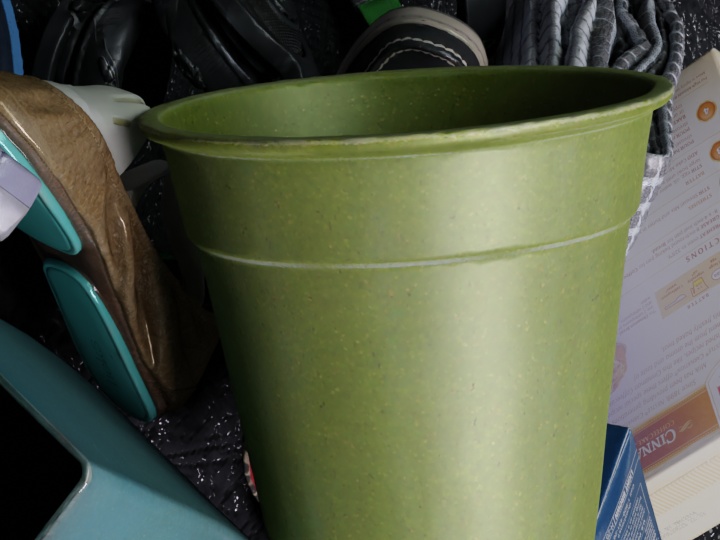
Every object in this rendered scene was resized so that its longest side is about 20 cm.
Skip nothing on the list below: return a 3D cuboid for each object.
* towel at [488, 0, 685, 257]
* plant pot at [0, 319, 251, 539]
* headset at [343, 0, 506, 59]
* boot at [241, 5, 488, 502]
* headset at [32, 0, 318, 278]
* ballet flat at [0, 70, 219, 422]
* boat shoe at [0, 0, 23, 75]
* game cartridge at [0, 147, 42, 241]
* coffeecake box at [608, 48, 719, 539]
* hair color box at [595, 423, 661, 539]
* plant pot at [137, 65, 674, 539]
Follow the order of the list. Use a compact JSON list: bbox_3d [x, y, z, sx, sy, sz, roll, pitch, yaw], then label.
[{"bbox_3d":[0.088,-0.034,1.124,0.085,0.166,0.200,19,31,-7],"label":"towel"},{"bbox_3d":[-0.126,0.111,0.928,0.142,0.141,0.200,-53,146,5],"label":"plant pot"},{"bbox_3d":[0.019,-0.190,1.170,0.094,0.123,0.201,-26,89,-25],"label":"headset"},{"bbox_3d":[0.000,0.000,1.064,0.073,0.200,0.151,20,41,-8],"label":"boot"},{"bbox_3d":[-0.088,-0.097,1.029,0.094,0.123,0.201,11,66,-71],"label":"headset"},{"bbox_3d":[-0.100,-0.024,0.951,0.072,0.068,0.200,-48,136,-21],"label":"ballet flat"},{"bbox_3d":[-0.179,-0.032,0.961,0.068,0.084,0.201,14,72,-43],"label":"boat shoe"},{"bbox_3d":[-0.205,-0.077,0.851,0.038,0.200,0.130,-53,128,-11],"label":"game cartridge"},{"bbox_3d":[0.163,0.017,1.230,0.073,0.153,0.201,26,40,-42],"label":"coffeecake box"},{"bbox_3d":[0.081,0.139,1.090,0.200,0.100,0.061,68,39,-50],"label":"hair color box"},{"bbox_3d":[0.023,0.028,0.925,0.200,0.199,0.191,-15,105,-48],"label":"plant pot"}]
